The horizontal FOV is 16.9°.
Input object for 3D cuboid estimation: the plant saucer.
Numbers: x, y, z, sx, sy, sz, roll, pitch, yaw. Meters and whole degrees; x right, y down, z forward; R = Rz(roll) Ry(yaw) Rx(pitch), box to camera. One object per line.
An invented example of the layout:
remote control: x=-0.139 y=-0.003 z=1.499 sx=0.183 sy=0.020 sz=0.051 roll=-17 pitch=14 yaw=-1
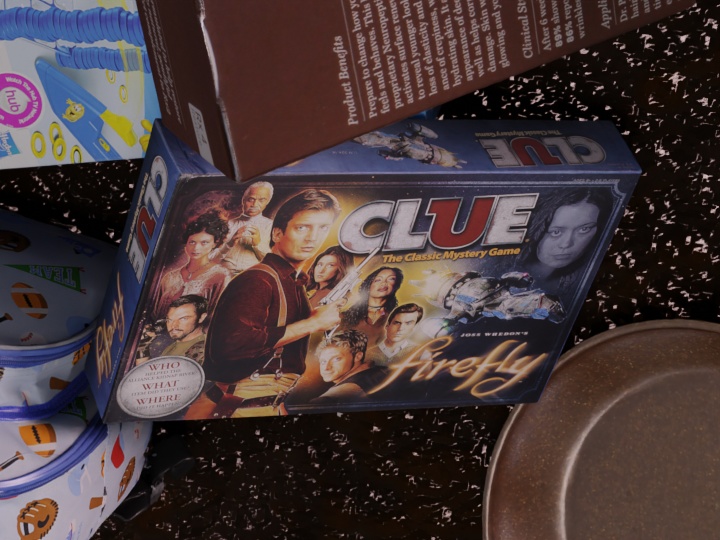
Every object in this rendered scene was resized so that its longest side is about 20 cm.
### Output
plant saucer: x=0.148 y=0.117 z=1.046 sx=0.200 sy=0.037 sz=0.201 roll=6 pitch=101 yaw=32

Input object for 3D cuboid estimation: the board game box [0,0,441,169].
board game box: x=-0.078 y=-0.145 z=0.967 sx=0.196 sy=0.056 sz=0.200 roll=-4 pitch=119 yaw=16

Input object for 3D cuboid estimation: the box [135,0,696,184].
box: x=0.019 y=-0.118 z=0.888 sx=0.200 sy=0.075 sz=0.100 roll=-22 pitch=121 yaw=-21

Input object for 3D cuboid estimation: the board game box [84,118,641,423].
board game box: x=0.000 y=0.000 z=0.981 sx=0.200 sy=0.035 sz=0.136 roll=-2 pitch=134 yaw=-24

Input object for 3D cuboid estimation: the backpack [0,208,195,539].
backpack: x=-0.183 y=0.060 z=1.037 sx=0.200 sy=0.191 sz=0.154 roll=12 pitch=122 yaw=7
